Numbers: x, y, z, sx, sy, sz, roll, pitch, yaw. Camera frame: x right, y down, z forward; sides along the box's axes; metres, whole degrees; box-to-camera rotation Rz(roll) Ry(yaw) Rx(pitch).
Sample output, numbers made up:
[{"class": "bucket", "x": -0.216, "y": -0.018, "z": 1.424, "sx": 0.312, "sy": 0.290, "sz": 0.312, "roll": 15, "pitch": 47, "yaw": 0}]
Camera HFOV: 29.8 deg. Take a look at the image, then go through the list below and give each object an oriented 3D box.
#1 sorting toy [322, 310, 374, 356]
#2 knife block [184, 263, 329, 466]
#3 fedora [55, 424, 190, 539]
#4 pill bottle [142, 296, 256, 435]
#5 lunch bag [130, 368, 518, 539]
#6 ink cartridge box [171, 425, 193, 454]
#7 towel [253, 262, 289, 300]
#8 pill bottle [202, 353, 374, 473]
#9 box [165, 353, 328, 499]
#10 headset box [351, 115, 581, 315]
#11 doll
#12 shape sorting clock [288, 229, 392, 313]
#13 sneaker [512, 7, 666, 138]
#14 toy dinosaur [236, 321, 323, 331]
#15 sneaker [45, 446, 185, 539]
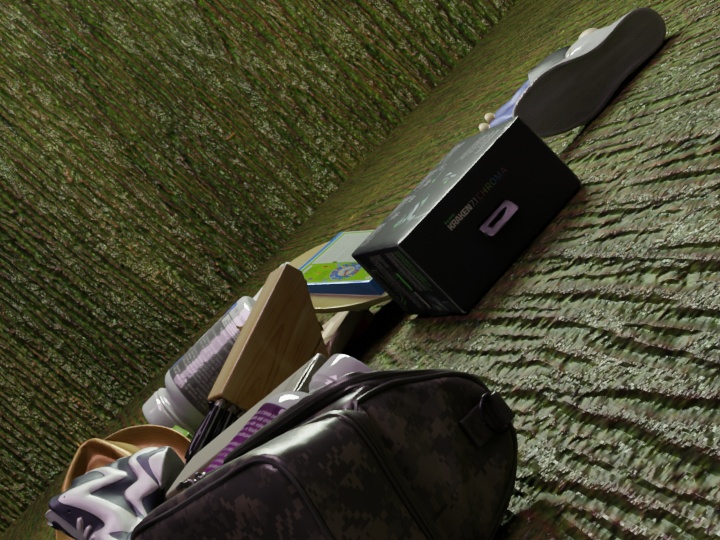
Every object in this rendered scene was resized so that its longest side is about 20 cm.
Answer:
[{"class": "sorting toy", "x": -0.048, "y": 0.102, "z": 1.566, "sx": 0.200, "sy": 0.036, "sz": 0.185, "roll": -46, "pitch": 6, "yaw": 36}, {"class": "knife block", "x": -0.117, "y": 0.112, "z": 1.373, "sx": 0.175, "sy": 0.201, "sz": 0.064, "roll": -16, "pitch": -3, "yaw": -22}, {"class": "fedora", "x": -0.252, "y": 0.235, "z": 1.405, "sx": 0.200, "sy": 0.082, "sz": 0.201, "roll": -14, "pitch": 51, "yaw": 18}, {"class": "pill bottle", "x": -0.181, "y": 0.140, "z": 1.758, "sx": 0.200, "sy": 0.114, "sz": 0.114, "roll": -44, "pitch": 8, "yaw": 5}, {"class": "lunch bag", "x": -0.014, "y": 0.145, "z": 0.797, "sx": 0.168, "sy": 0.140, "sz": 0.200, "roll": -30, "pitch": -4, "yaw": -43}, {"class": "ink cartridge box", "x": -0.245, "y": 0.276, "z": 1.527, "sx": 0.200, "sy": 0.076, "sz": 0.148, "roll": -46, "pitch": 7, "yaw": -12}, {"class": "towel", "x": -0.195, "y": 0.060, "z": 2.595, "sx": 0.200, "sy": 0.023, "sz": 0.153, "roll": -46, "pitch": 8, "yaw": -7}, {"class": "pill bottle", "x": -0.051, "y": 0.159, "z": 0.969, "sx": 0.200, "sy": 0.112, "sz": 0.112, "roll": -49, "pitch": 8, "yaw": -20}, {"class": "box", "x": -0.081, "y": 0.165, "z": 1.218, "sx": 0.200, "sy": 0.082, "sz": 0.068, "roll": -39, "pitch": 11, "yaw": 34}, {"class": "headset box", "x": 0.100, "y": -0.049, "z": 1.320, "sx": 0.174, "sy": 0.093, "sz": 0.200, "roll": -47, "pitch": 8, "yaw": -12}, {"class": "doll", "x": 0.242, "y": -0.247, "z": 1.770, "sx": 0.200, "sy": 0.048, "sz": 0.137, "roll": -41, "pitch": 10, "yaw": 31}, {"class": "shape sorting clock", "x": 0.000, "y": 0.000, "z": 1.526, "sx": 0.199, "sy": 0.039, "sz": 0.200, "roll": -16, "pitch": 21, "yaw": 6}, {"class": "sneaker", "x": 0.243, "y": -0.210, "z": 1.514, "sx": 0.200, "sy": 0.074, "sz": 0.116, "roll": -37, "pitch": 5, "yaw": -8}, {"class": "toy dinosaur", "x": -0.091, "y": 0.087, "z": 1.516, "sx": 0.106, "sy": 0.060, "sz": 0.200, "roll": -57, "pitch": -12, "yaw": -32}, {"class": "sneaker", "x": -0.244, "y": 0.261, "z": 1.285, "sx": 0.129, "sy": 0.080, "sz": 0.200, "roll": -11, "pitch": 51, "yaw": 18}]
